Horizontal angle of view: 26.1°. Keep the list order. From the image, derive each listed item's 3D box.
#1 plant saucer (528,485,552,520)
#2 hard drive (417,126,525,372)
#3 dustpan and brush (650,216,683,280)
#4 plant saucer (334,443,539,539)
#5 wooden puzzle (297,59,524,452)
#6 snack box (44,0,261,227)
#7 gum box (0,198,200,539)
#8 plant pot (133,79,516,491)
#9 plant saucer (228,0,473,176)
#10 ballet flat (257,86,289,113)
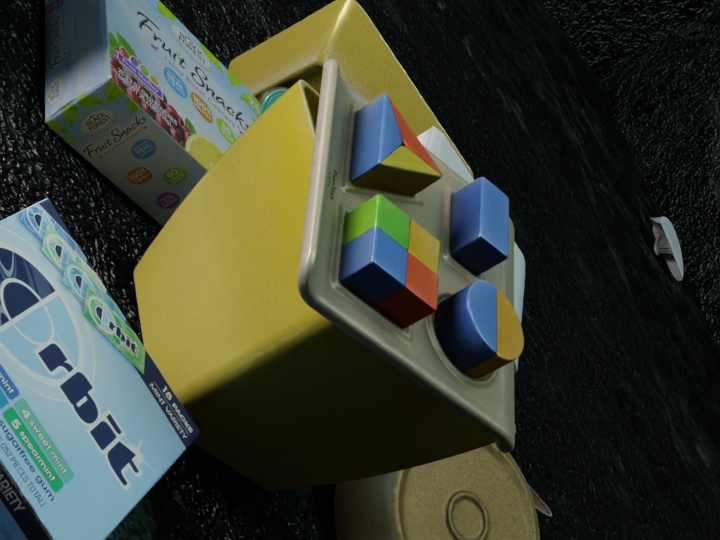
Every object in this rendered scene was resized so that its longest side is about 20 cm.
[{"bbox_3d":[0.081,0.151,1.331,0.200,0.032,0.200,42,1,-1],"label":"plant saucer"},{"bbox_3d":[0.071,-0.017,1.094,0.132,0.026,0.200,55,17,-13],"label":"hard drive"},{"bbox_3d":[0.637,-0.066,3.271,0.140,0.057,0.200,66,22,-15],"label":"dustpan and brush"},{"bbox_3d":[0.070,0.190,1.167,0.200,0.035,0.201,16,62,-34],"label":"plant saucer"},{"bbox_3d":[0.044,-0.014,0.933,0.200,0.046,0.186,41,36,-33],"label":"wooden puzzle"},{"bbox_3d":[-0.149,-0.119,1.171,0.200,0.068,0.169,46,22,-39],"label":"snack box"},{"bbox_3d":[-0.177,0.061,0.841,0.170,0.044,0.200,57,18,-6],"label":"gum box"},{"bbox_3d":[-0.039,0.033,1.044,0.200,0.176,0.200,42,24,-45],"label":"plant pot"},{"bbox_3d":[-0.024,-0.122,1.388,0.048,0.200,0.200,-45,106,-35],"label":"plant saucer"},{"bbox_3d":[-0.049,-0.063,1.364,0.200,0.068,0.068,68,-14,-6],"label":"ballet flat"}]
